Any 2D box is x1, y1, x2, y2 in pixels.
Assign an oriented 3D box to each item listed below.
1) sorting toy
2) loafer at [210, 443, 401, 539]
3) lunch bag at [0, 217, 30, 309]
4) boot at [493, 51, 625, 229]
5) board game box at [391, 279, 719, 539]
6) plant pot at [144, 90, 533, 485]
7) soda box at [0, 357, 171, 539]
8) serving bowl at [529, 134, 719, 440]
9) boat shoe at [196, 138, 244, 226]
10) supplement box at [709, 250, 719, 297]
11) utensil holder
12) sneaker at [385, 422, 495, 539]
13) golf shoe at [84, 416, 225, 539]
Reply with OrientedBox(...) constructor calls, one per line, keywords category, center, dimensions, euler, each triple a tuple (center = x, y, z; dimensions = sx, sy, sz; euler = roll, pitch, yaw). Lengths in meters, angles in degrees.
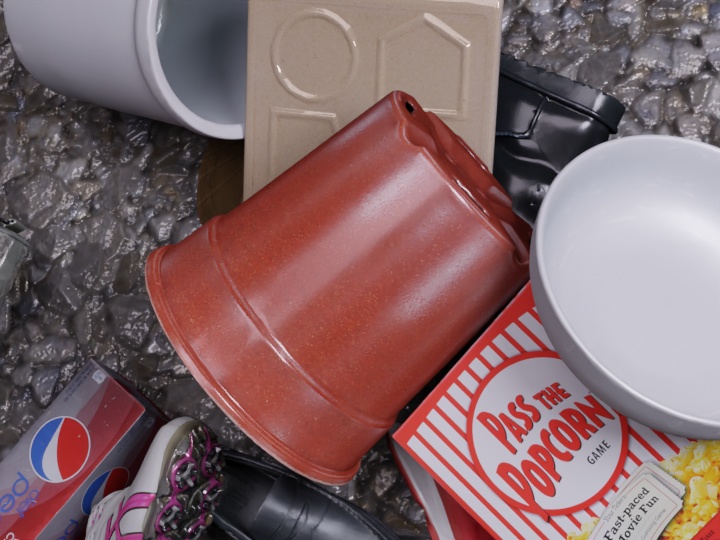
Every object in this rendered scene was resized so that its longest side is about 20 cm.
OrientedBox(category="sorting toy", center=(0.007, -0.112, 1.103), dimensions=(0.185, 0.036, 0.200), euler=(7, 101, 18))
OrientedBox(category="loafer", center=(-0.053, 0.177, 1.098), dimensions=(0.200, 0.070, 0.068), euler=(24, 81, 24))
OrientedBox(category="lunch bag", center=(-0.363, 0.032, 1.211), dimensions=(0.168, 0.139, 0.200), euler=(18, 79, 23))
OrientedBox(category="boot", center=(0.085, -0.077, 1.148), dimensions=(0.198, 0.073, 0.163), euler=(24, 86, 25))
OrientedBox(category="board game box", center=(0.142, 0.118, 0.980), dimensions=(0.200, 0.046, 0.152), euler=(43, 108, 13))
OrientedBox(category="plant pot", center=(0.000, 0.000, 1.012), dimensions=(0.195, 0.201, 0.201), euler=(-41, 64, 14))
OrientedBox(category="soda box", center=(-0.231, 0.167, 1.163), dimensions=(0.070, 0.063, 0.200), euler=(39, 87, 26))
OrientedBox(category="serving bowl", center=(0.188, 0.018, 0.929), dimensions=(0.200, 0.066, 0.200), euler=(9, 56, -13))
OrientedBox(category="boat shoe", center=(-0.080, -0.036, 1.194), dimensions=(0.073, 0.063, 0.200), euler=(-22, 61, 43))
OrientedBox(category="supplement box", center=(0.265, 0.050, 1.018), dimensions=(0.200, 0.110, 0.086), euler=(13, 75, 22))
OrientedBox(category="utensil holder", center=(-0.151, -0.194, 1.182), dimensions=(0.200, 0.170, 0.170), euler=(15, 75, 44))
OrientedBox(category="sneaker", center=(0.106, 0.161, 1.050), dimensions=(0.115, 0.078, 0.200), euler=(-33, 66, 6))
OrientedBox(category="golf shoe", center=(-0.157, 0.180, 1.087), dimensions=(0.092, 0.073, 0.200), euler=(32, 118, 25))
